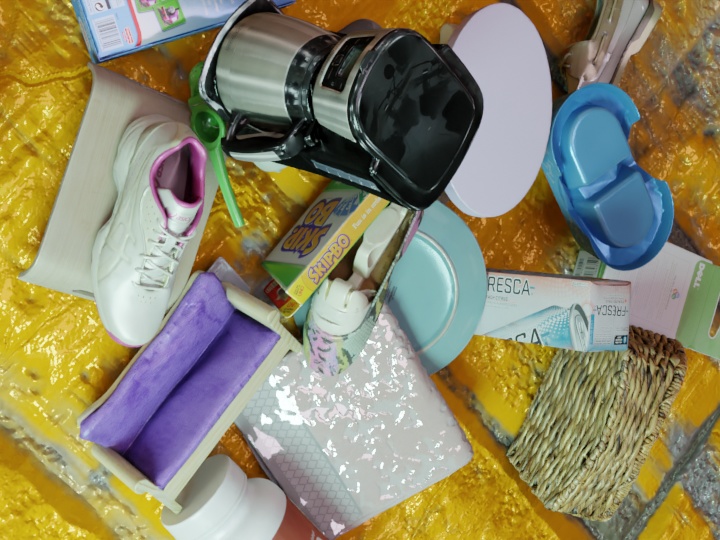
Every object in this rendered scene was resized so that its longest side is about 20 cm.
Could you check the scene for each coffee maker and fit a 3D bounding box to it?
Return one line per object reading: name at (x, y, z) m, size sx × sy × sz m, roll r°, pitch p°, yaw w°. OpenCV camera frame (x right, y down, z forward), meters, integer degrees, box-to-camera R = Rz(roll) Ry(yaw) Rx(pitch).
coffee maker at (-0.001, -0.135, 0.888) m, size 0.191 × 0.199 × 0.136 m, roll 7°, pitch 102°, yaw -46°

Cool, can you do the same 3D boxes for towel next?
towel at (-0.012, 0.151, 1.062) m, size 0.190 × 0.032 × 0.201 m, roll -31°, pitch 107°, yaw 0°

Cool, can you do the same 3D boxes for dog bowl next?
dog bowl at (0.248, -0.097, 1.119) m, size 0.111 × 0.049 × 0.201 m, roll -34°, pitch 111°, yaw -16°

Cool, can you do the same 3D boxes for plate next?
plate at (0.029, 0.021, 1.066) m, size 0.197 × 0.026 × 0.203 m, roll -1°, pitch 105°, yaw -3°

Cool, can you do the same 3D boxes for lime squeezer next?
lime squeezer at (-0.131, -0.143, 0.984) m, size 0.037 × 0.071 × 0.203 m, roll -5°, pitch 74°, yaw 17°

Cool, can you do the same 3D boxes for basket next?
basket at (0.276, 0.165, 1.146) m, size 0.148 × 0.143 × 0.202 m, roll 19°, pitch 103°, yaw -24°

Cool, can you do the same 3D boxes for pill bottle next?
pill bottle at (-0.091, 0.271, 1.019) m, size 0.112 × 0.112 × 0.200 m, roll -46°, pitch 111°, yaw -15°

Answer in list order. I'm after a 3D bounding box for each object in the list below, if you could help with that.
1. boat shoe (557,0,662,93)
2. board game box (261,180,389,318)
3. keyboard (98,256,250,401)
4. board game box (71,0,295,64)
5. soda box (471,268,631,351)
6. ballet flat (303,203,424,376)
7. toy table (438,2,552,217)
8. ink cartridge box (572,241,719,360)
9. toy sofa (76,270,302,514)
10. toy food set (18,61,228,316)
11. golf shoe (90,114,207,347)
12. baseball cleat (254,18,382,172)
boat shoe at (0.248, -0.220, 1.177) m, size 0.068 × 0.075 × 0.201 m, roll 32°, pitch 81°, yaw -4°
board game box at (-0.021, -0.049, 1.003) m, size 0.030 × 0.095 × 0.201 m, roll 38°, pitch 90°, yaw -24°
keyboard at (-0.179, 0.079, 1.014) m, size 0.201 × 0.011 × 0.056 m, roll -51°, pitch 140°, yaw -13°
board game box at (-0.173, -0.290, 0.986) m, size 0.198 × 0.037 × 0.153 m, roll -22°, pitch 101°, yaw -22°
soda box at (0.171, 0.036, 1.078) m, size 0.063 × 0.199 × 0.069 m, roll 1°, pitch 93°, yaw -37°
ballet flat at (0.000, 0.000, 0.996) m, size 0.069 × 0.071 × 0.202 m, roll 27°, pitch 83°, yaw 9°
toy table at (0.105, -0.156, 1.082) m, size 0.182 × 0.117 × 0.202 m, roll 19°, pitch 85°, yaw -25°
ink cartridge box at (0.336, 0.023, 1.234) m, size 0.198 × 0.059 × 0.105 m, roll 20°, pitch 86°, yaw -25°
toy sofa at (-0.154, 0.106, 0.980) m, size 0.201 × 0.082 × 0.098 m, roll -52°, pitch 137°, yaw -13°
toy food set at (-0.211, -0.068, 0.979) m, size 0.142 × 0.060 × 0.202 m, roll 20°, pitch 86°, yaw -37°
golf shoe at (-0.176, -0.031, 0.918) m, size 0.075 × 0.091 × 0.203 m, roll 5°, pitch 96°, yaw -37°
baseball cleat at (-0.044, -0.186, 1.010) m, size 0.201 × 0.069 × 0.107 m, roll -58°, pitch 143°, yaw -26°
